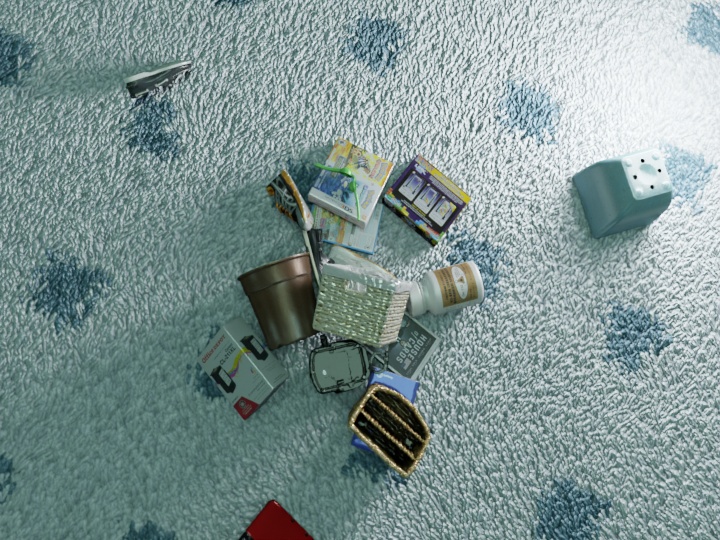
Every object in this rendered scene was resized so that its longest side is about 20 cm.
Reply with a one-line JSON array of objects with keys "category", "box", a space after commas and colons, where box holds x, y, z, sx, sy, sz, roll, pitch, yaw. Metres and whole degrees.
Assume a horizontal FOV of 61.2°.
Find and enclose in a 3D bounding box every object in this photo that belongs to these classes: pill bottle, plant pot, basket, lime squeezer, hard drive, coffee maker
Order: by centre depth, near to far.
[{"category": "basket", "box": [0.077, 0.377, 1.484, 0.199, 0.149, 0.143, 41, 85, 3]}, {"category": "basket", "box": [0.006, 0.082, 1.490, 0.193, 0.199, 0.166, 14, 92, 16]}, {"category": "coffee maker", "box": [-0.035, 0.247, 1.513, 0.186, 0.200, 0.139, 12, 79, -1]}, {"category": "plant pot", "box": [-0.191, 0.083, 1.548, 0.195, 0.200, 0.204, -19, 87, -7]}, {"category": "hard drive", "box": [0.064, 0.368, 1.572, 0.128, 0.025, 0.206, 17, 85, 0]}, {"category": "pill bottle", "box": [0.218, 0.054, 1.613, 0.194, 0.115, 0.118, -14, 79, -6]}, {"category": "lime squeezer", "box": [-0.039, -0.231, 1.632, 0.070, 0.038, 0.202, -34, 79, -15]}, {"category": "plant pot", "box": [0.735, -0.228, 1.663, 0.190, 0.200, 0.202, -14, 80, -7]}]

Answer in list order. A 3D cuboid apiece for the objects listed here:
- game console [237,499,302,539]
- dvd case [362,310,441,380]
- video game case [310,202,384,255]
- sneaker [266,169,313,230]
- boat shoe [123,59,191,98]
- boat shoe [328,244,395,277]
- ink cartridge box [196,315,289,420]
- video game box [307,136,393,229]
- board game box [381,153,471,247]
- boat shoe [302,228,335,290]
[{"category": "game console", "box": [-0.216, 0.713, 1.498, 0.199, 0.118, 0.173, 42, 110, 6]}, {"category": "dvd case", "box": [0.098, 0.185, 1.624, 0.198, 0.025, 0.152, 37, 79, 4]}, {"category": "video game case", "box": [-0.043, -0.138, 1.685, 0.194, 0.018, 0.148, 15, 78, -1]}, {"category": "sneaker", "box": [-0.188, -0.177, 1.636, 0.076, 0.079, 0.202, -31, 57, 0]}, {"category": "boat shoe", "box": [-0.563, -0.541, 1.713, 0.196, 0.075, 0.062, -24, 119, -18]}, {"category": "boat shoe", "box": [0.000, 0.000, 1.635, 0.196, 0.071, 0.071, 25, 89, 16]}, {"category": "ink cartridge box", "box": [-0.296, 0.243, 1.522, 0.201, 0.082, 0.146, 48, 119, 7]}, {"category": "video game box", "box": [-0.025, -0.244, 1.681, 0.178, 0.047, 0.204, 26, 70, 1]}, {"category": "board game box", "box": [0.183, -0.196, 1.693, 0.199, 0.057, 0.166, 40, 77, 5]}, {"category": "boat shoe", "box": [-0.101, -0.023, 1.610, 0.064, 0.075, 0.204, -15, 63, -8]}]
